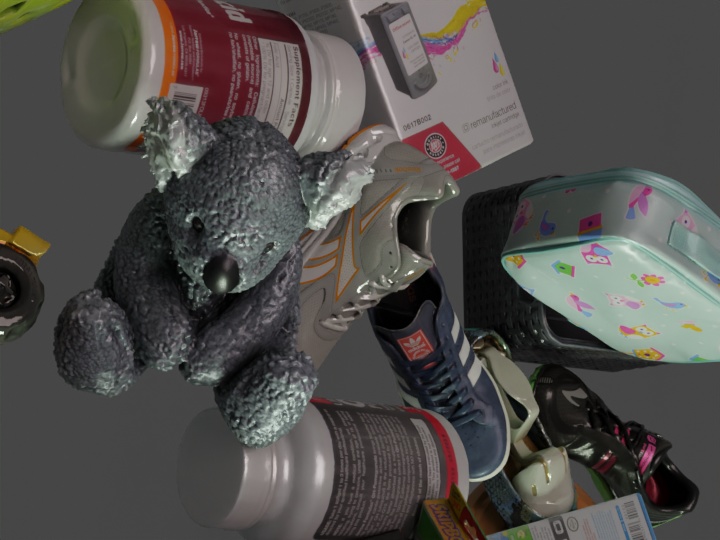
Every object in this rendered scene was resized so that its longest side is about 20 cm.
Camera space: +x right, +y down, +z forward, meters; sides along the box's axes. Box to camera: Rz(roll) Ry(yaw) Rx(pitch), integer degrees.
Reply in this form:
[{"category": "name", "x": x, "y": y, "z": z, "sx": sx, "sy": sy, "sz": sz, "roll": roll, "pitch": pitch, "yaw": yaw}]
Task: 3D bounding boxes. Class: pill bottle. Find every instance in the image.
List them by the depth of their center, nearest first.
[{"category": "pill bottle", "x": -0.100, "y": -0.132, "z": 1.441, "sx": 0.199, "sy": 0.114, "sz": 0.115, "roll": 6, "pitch": 78, "yaw": -41}, {"category": "pill bottle", "x": -0.028, "y": 0.146, "z": 1.455, "sx": 0.199, "sy": 0.110, "sz": 0.112, "roll": 9, "pitch": 76, "yaw": -40}]

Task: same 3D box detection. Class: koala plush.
[{"category": "koala plush", "x": -0.091, "y": -0.025, "z": 1.345, "sx": 0.176, "sy": 0.201, "sz": 0.185, "roll": 16, "pitch": 46, "yaw": -5}]

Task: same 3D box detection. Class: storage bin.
[{"category": "storage bin", "x": 0.185, "y": 0.005, "z": 1.680, "sx": 0.199, "sy": 0.093, "sz": 0.137, "roll": 8, "pitch": 76, "yaw": -41}]

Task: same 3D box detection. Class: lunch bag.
[{"category": "lunch bag", "x": 0.220, "y": -0.001, "z": 1.544, "sx": 0.199, "sy": 0.160, "sz": 0.078, "roll": 32, "pitch": 63, "yaw": -32}]

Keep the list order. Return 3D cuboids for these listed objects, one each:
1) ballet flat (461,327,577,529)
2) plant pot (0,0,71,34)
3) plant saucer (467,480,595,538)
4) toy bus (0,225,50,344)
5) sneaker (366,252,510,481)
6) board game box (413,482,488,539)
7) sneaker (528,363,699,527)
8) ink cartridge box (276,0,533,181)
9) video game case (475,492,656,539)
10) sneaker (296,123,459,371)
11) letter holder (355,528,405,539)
[{"category": "ballet flat", "x": 0.122, "y": 0.134, "z": 1.587, "sx": 0.074, "sy": 0.074, "sz": 0.201, "roll": -27, "pitch": 85, "yaw": -41}, {"category": "plant pot", "x": -0.216, "y": -0.270, "z": 1.321, "sx": 0.198, "sy": 0.181, "sz": 0.202, "roll": -34, "pitch": 105, "yaw": -40}, {"category": "plant saucer", "x": 0.147, "y": 0.256, "z": 1.637, "sx": 0.199, "sy": 0.037, "sz": 0.202, "roll": 9, "pitch": 77, "yaw": -40}, {"category": "toy bus", "x": -0.310, "y": 0.027, "z": 1.233, "sx": 0.191, "sy": 0.136, "sz": 0.201, "roll": 37, "pitch": 56, "yaw": -12}, {"category": "sneaker", "x": 0.050, "y": 0.065, "z": 1.533, "sx": 0.201, "sy": 0.074, "sz": 0.084, "roll": 64, "pitch": 8, "yaw": 7}, {"category": "board game box", "x": 0.055, "y": 0.255, "z": 1.449, "sx": 0.030, "sy": 0.096, "sz": 0.202, "roll": -1, "pitch": 124, "yaw": -24}, {"category": "sneaker", "x": 0.208, "y": 0.139, "z": 1.680, "sx": 0.200, "sy": 0.083, "sz": 0.077, "roll": 39, "pitch": 58, "yaw": -29}, {"category": "ink cartridge box", "x": 0.033, "y": -0.164, "z": 1.583, "sx": 0.147, "sy": 0.085, "sz": 0.202, "roll": -27, "pitch": 101, "yaw": -41}, {"category": "video game case", "x": 0.139, "y": 0.261, "z": 1.535, "sx": 0.198, "sy": 0.018, "sz": 0.144, "roll": -14, "pitch": 71, "yaw": -9}, {"category": "sneaker", "x": 0.000, "y": 0.000, "z": 1.475, "sx": 0.076, "sy": 0.092, "sz": 0.201, "roll": 11, "pitch": 106, "yaw": -62}, {"category": "letter holder", "x": -0.057, "y": 0.277, "z": 1.412, "sx": 0.198, "sy": 0.143, "sz": 0.101, "roll": -11, "pitch": 57, "yaw": -29}]
